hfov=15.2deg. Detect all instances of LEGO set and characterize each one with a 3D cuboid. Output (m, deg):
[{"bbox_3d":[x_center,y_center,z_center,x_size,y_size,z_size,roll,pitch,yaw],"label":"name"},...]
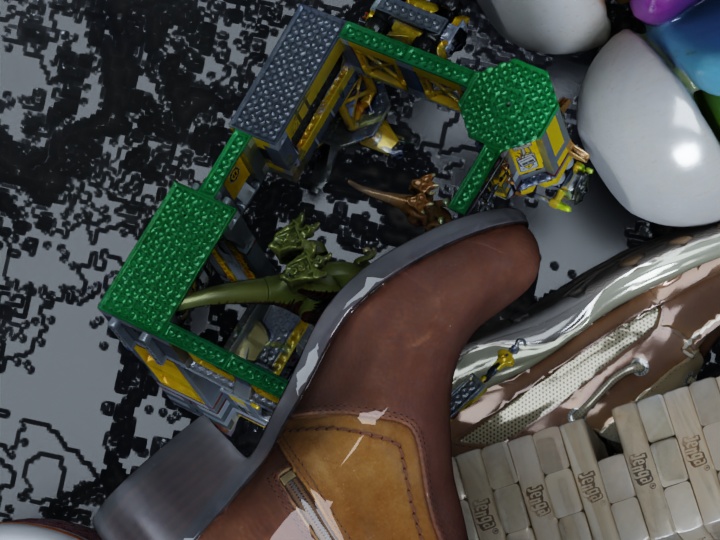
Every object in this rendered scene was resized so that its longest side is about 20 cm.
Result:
[{"bbox_3d":[0.000,0.000,1.042,0.153,0.116,0.200,16,71,21],"label":"LEGO set"}]

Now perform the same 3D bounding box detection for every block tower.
[{"bbox_3d":[0.104,0.081,1.004,0.200,0.054,0.058,-19,71,9],"label":"block tower"}]

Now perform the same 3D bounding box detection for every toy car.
[{"bbox_3d":[0.140,-0.130,1.031,0.175,0.150,0.200,-32,71,-4],"label":"toy car"}]

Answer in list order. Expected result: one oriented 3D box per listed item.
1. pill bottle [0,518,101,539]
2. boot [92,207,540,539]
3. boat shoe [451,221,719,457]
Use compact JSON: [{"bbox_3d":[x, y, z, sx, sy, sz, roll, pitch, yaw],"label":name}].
[{"bbox_3d":[-0.121,0.147,0.989,0.113,0.200,0.113,0,86,-1],"label":"pill bottle"},{"bbox_3d":[0.042,0.099,0.898,0.188,0.069,0.200,-39,78,-20],"label":"boot"},{"bbox_3d":[0.099,0.037,1.071,0.200,0.076,0.072,-26,92,7],"label":"boat shoe"}]
